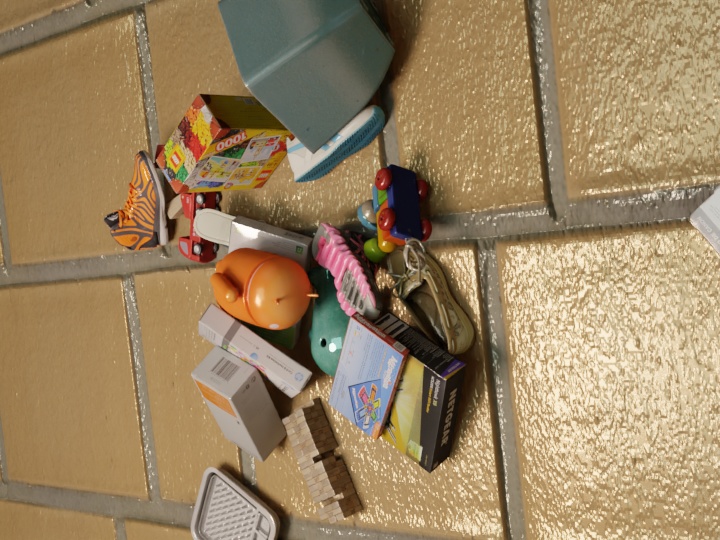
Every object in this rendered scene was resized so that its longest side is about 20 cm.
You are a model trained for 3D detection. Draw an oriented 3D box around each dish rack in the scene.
[{"bbox_3d":[-0.227,0.474,1.805,0.198,0.043,0.175,30,114,32],"label":"dish rack"}]

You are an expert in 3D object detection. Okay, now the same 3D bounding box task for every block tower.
[{"bbox_3d":[-0.067,0.325,1.650,0.054,0.057,0.203,-30,76,36],"label":"block tower"}]

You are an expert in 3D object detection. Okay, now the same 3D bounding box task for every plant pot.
[{"bbox_3d":[-0.066,-0.342,1.458,0.198,0.196,0.198,-32,53,13],"label":"plant pot"}]

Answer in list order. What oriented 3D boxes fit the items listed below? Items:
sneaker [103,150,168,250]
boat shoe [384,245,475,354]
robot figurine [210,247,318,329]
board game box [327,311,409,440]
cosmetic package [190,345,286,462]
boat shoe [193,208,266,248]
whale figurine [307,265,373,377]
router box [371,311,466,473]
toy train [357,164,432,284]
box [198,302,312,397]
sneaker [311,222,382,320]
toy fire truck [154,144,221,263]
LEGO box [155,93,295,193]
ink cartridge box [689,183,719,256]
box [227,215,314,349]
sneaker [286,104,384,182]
[{"bbox_3d":[-0.421,-0.119,1.795,0.078,0.110,0.203,-130,32,-51],"label":"sneaker"},{"bbox_3d":[0.098,0.040,1.476,0.201,0.062,0.074,53,123,20],"label":"boat shoe"},{"bbox_3d":[-0.158,0.029,1.537,0.198,0.144,0.118,13,64,48],"label":"robot figurine"},{"bbox_3d":[0.009,0.163,1.473,0.102,0.019,0.202,36,136,21],"label":"board game box"},{"bbox_3d":[-0.207,0.231,1.670,0.100,0.071,0.202,24,149,32],"label":"cosmetic package"},{"bbox_3d":[-0.194,-0.053,1.691,0.196,0.062,0.076,17,96,13],"label":"boat shoe"},{"bbox_3d":[-0.040,0.077,1.565,0.158,0.103,0.203,-31,74,37],"label":"whale figurine"},{"bbox_3d":[0.075,0.187,1.482,0.156,0.052,0.203,32,135,31],"label":"router box"},{"bbox_3d":[0.045,-0.046,1.462,0.116,0.083,0.203,-40,45,47],"label":"toy train"},{"bbox_3d":[-0.178,0.136,1.614,0.198,0.156,0.042,34,76,-2],"label":"box"},{"bbox_3d":[0.000,0.000,1.514,0.080,0.094,0.201,-60,42,31],"label":"sneaker"},{"bbox_3d":[-0.322,-0.125,1.796,0.139,0.048,0.204,15,106,36],"label":"toy fire truck"},{"bbox_3d":[-0.214,-0.208,1.603,0.149,0.198,0.078,-48,67,32],"label":"LEGO box"},{"bbox_3d":[0.514,-0.049,1.121,0.176,0.083,0.201,-47,67,32],"label":"ink cartridge box"},{"bbox_3d":[-0.161,0.021,1.650,0.142,0.036,0.203,17,115,12],"label":"box"},{"bbox_3d":[-0.046,-0.217,1.549,0.198,0.076,0.082,-29,77,35],"label":"sneaker"}]
